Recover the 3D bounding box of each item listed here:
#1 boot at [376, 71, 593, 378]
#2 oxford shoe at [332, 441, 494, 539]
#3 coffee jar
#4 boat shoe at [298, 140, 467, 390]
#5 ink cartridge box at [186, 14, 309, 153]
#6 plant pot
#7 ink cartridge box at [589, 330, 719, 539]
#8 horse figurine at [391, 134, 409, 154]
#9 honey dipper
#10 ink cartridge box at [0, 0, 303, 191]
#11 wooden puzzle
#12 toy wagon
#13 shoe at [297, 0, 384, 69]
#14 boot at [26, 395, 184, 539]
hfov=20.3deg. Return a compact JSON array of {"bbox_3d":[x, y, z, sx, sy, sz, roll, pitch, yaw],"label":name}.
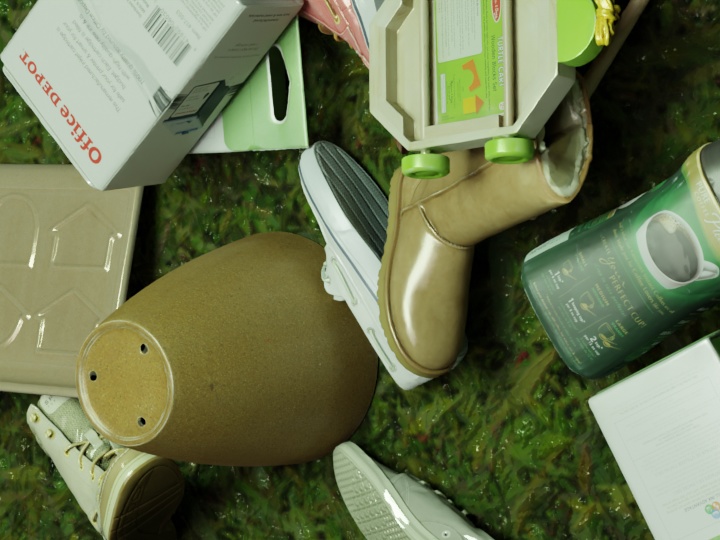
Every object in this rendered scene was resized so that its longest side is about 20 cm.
[{"bbox_3d":[0.085,-0.030,1.399,0.200,0.066,0.176,-28,62,57],"label":"boot"},{"bbox_3d":[0.050,0.194,1.522,0.200,0.058,0.075,38,146,38],"label":"oxford shoe"},{"bbox_3d":[0.214,-0.013,1.369,0.200,0.085,0.105,-32,82,32],"label":"coffee jar"},{"bbox_3d":[0.000,0.000,1.517,0.067,0.073,0.200,-38,75,30],"label":"boat shoe"},{"bbox_3d":[-0.111,-0.145,1.581,0.199,0.059,0.104,0,96,33],"label":"ink cartridge box"},{"bbox_3d":[-0.118,0.070,1.528,0.186,0.200,0.187,4,97,33],"label":"plant pot"},{"bbox_3d":[0.250,0.152,1.372,0.104,0.059,0.201,-31,79,32],"label":"ink cartridge box"},{"bbox_3d":[0.065,-0.175,1.400,0.200,0.050,0.133,-48,51,27],"label":"horse figurine"},{"bbox_3d":[0.160,-0.127,1.425,0.038,0.038,0.200,40,111,23],"label":"honey dipper"},{"bbox_3d":[-0.161,-0.180,1.520,0.147,0.086,0.200,51,122,17],"label":"ink cartridge box"},{"bbox_3d":[-0.259,0.008,1.685,0.185,0.046,0.201,2,75,33],"label":"wooden puzzle"},{"bbox_3d":[0.089,-0.146,1.320,0.199,0.040,0.156,-7,79,38],"label":"toy wagon"},{"bbox_3d":[0.001,-0.196,1.503,0.091,0.071,0.201,-23,94,55],"label":"shoe"},{"bbox_3d":[-0.210,0.148,1.628,0.155,0.072,0.200,54,160,20],"label":"boot"}]
